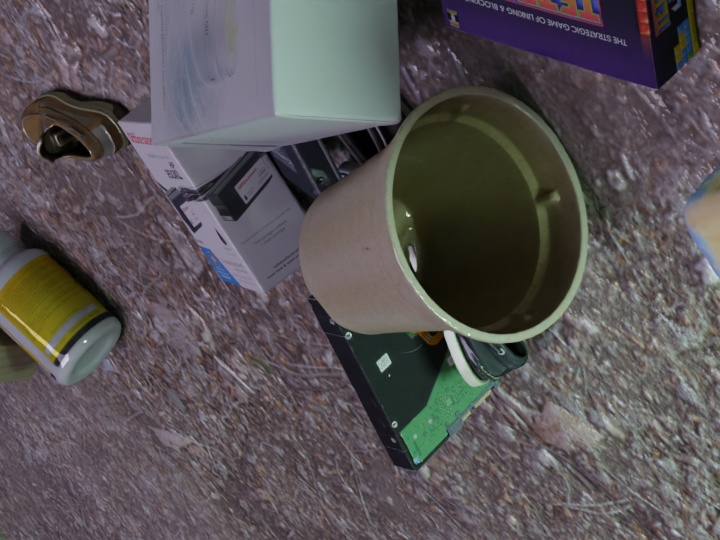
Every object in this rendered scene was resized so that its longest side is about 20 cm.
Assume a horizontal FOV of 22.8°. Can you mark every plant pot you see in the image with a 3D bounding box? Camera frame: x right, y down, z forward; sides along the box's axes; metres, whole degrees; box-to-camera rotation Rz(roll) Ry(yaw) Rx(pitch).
[{"bbox_3d":[0.050,-0.029,1.442,0.201,0.200,0.183,55,146,-13],"label":"plant pot"}]

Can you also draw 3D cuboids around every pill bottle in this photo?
[{"bbox_3d":[-0.411,0.044,2.284,0.200,0.112,0.112,42,151,11],"label":"pill bottle"}]

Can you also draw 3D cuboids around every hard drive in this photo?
[{"bbox_3d":[0.045,0.065,1.648,0.038,0.140,0.201,8,133,50],"label":"hard drive"},{"bbox_3d":[-0.089,-0.165,1.612,0.201,0.033,0.140,61,171,-23],"label":"hard drive"}]

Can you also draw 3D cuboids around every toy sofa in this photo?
[{"bbox_3d":[-0.493,0.092,2.365,0.083,0.200,0.098,38,106,16],"label":"toy sofa"}]

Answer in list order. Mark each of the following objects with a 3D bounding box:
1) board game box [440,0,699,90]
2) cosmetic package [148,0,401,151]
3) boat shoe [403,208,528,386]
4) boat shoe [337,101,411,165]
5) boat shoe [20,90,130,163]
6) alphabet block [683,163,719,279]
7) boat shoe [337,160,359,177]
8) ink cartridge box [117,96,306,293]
[{"bbox_3d":[0.133,-0.229,1.247,0.199,0.057,0.166,23,142,39],"label":"board game box"},{"bbox_3d":[-0.072,-0.205,1.400,0.199,0.122,0.202,-6,85,55],"label":"cosmetic package"},{"bbox_3d":[0.095,0.006,1.584,0.066,0.074,0.201,-14,101,30],"label":"boat shoe"},{"bbox_3d":[-0.021,-0.158,1.547,0.200,0.057,0.067,47,152,2],"label":"boat shoe"},{"bbox_3d":[-0.331,-0.152,1.968,0.199,0.076,0.072,5,130,52],"label":"boat shoe"},{"bbox_3d":[0.350,-0.029,1.053,0.197,0.195,0.199,52,153,-13],"label":"alphabet block"},{"bbox_3d":[0.000,0.000,1.679,0.070,0.091,0.201,18,140,42],"label":"boat shoe"},{"bbox_3d":[-0.138,-0.087,1.742,0.201,0.084,0.144,57,165,-16],"label":"ink cartridge box"}]
